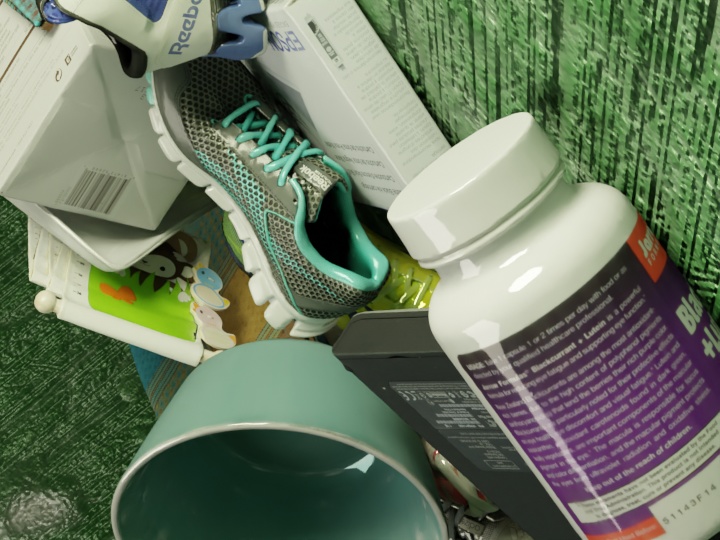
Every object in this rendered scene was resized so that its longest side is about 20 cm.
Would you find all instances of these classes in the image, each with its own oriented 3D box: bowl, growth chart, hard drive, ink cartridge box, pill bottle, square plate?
[{"bbox_3d":[-0.043,0.116,1.504,0.105,0.200,0.201,-84,-26,-43],"label":"bowl"},{"bbox_3d":[-0.149,-0.010,1.586,0.144,0.018,0.200,15,-149,-22],"label":"growth chart"},{"bbox_3d":[0.092,0.095,1.367,0.200,0.033,0.139,44,156,-23],"label":"hard drive"},{"bbox_3d":[-0.002,-0.080,1.447,0.200,0.041,0.199,54,170,-14],"label":"ink cartridge box"},{"bbox_3d":[0.102,0.030,1.177,0.200,0.111,0.111,53,170,-13],"label":"pill bottle"},{"bbox_3d":[-0.187,-0.081,1.611,0.200,0.029,0.198,37,-150,9],"label":"square plate"}]

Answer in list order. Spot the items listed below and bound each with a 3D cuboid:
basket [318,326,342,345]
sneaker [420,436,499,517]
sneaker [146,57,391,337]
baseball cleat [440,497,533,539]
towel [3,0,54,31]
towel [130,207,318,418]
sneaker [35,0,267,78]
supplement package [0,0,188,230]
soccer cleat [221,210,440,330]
[{"bbox_3d":[0.017,0.074,1.686,0.199,0.139,0.177,-11,124,39],"label":"basket"},{"bbox_3d":[0.106,0.119,1.498,0.200,0.104,0.076,36,160,53],"label":"sneaker"},{"bbox_3d":[-0.046,-0.057,1.455,0.091,0.078,0.201,-12,115,53],"label":"sneaker"},{"bbox_3d":[0.064,0.147,1.589,0.107,0.199,0.070,-105,25,-67],"label":"baseball cleat"},{"bbox_3d":[-0.203,-0.244,1.506,0.022,0.147,0.200,18,-164,-43],"label":"towel"},{"bbox_3d":[-0.093,0.046,1.661,0.022,0.147,0.200,19,-154,-33],"label":"towel"},{"bbox_3d":[-0.127,-0.185,1.338,0.080,0.115,0.200,32,142,60],"label":"sneaker"},{"bbox_3d":[-0.177,-0.142,1.555,0.121,0.120,0.200,13,-146,-39],"label":"supplement package"},{"bbox_3d":[-0.001,0.001,1.537,0.199,0.065,0.084,24,153,23],"label":"soccer cleat"}]
